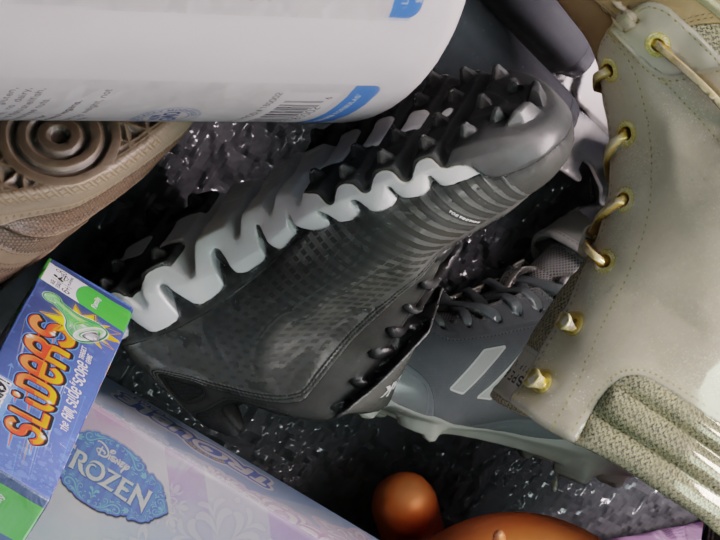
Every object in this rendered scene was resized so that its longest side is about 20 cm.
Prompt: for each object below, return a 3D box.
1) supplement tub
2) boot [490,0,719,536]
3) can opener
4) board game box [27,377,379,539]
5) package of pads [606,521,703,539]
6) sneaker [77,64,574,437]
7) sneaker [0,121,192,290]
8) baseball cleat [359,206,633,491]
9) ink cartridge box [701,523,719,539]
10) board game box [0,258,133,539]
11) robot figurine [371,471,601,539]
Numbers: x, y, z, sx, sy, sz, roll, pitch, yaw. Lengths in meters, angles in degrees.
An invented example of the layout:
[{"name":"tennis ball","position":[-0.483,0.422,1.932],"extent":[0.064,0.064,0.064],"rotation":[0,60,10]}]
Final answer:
[{"name":"supplement tub","position":[-0.077,-0.109,0.779],"extent":[0.199,0.132,0.132],"rotation":[-1,116,-35]},{"name":"boot","position":[0.084,-0.024,0.863],"extent":[0.155,0.200,0.072],"rotation":[-53,170,4]},{"name":"can opener","position":[0.075,-0.073,0.942],"extent":[0.200,0.067,0.054],"rotation":[40,56,-41]},{"name":"board game box","position":[-0.061,0.168,0.918],"extent":[0.199,0.200,0.043],"rotation":[-62,170,11]},{"name":"package of pads","position":[0.129,0.203,1.141],"extent":[0.120,0.076,0.201],"rotation":[-5,118,-31]},{"name":"sneaker","position":[0.000,0.000,0.865],"extent":[0.091,0.200,0.067],"rotation":[53,37,-18]},{"name":"sneaker","position":[-0.140,-0.015,0.846],"extent":[0.200,0.070,0.076],"rotation":[-30,157,-23]},{"name":"baseball cleat","position":[0.047,0.019,0.995],"extent":[0.200,0.070,0.107],"rotation":[19,90,-45]},{"name":"ink cartridge box","position":[0.168,0.025,0.961],"extent":[0.047,0.198,0.200],"rotation":[14,136,2]},{"name":"board game box","position":[-0.143,0.106,0.828],"extent":[0.034,0.135,0.200],"rotation":[31,112,-7]},{"name":"robot figurine","position":[0.046,0.157,0.999],"extent":[0.116,0.200,0.144],"rotation":[14,65,-8]}]
